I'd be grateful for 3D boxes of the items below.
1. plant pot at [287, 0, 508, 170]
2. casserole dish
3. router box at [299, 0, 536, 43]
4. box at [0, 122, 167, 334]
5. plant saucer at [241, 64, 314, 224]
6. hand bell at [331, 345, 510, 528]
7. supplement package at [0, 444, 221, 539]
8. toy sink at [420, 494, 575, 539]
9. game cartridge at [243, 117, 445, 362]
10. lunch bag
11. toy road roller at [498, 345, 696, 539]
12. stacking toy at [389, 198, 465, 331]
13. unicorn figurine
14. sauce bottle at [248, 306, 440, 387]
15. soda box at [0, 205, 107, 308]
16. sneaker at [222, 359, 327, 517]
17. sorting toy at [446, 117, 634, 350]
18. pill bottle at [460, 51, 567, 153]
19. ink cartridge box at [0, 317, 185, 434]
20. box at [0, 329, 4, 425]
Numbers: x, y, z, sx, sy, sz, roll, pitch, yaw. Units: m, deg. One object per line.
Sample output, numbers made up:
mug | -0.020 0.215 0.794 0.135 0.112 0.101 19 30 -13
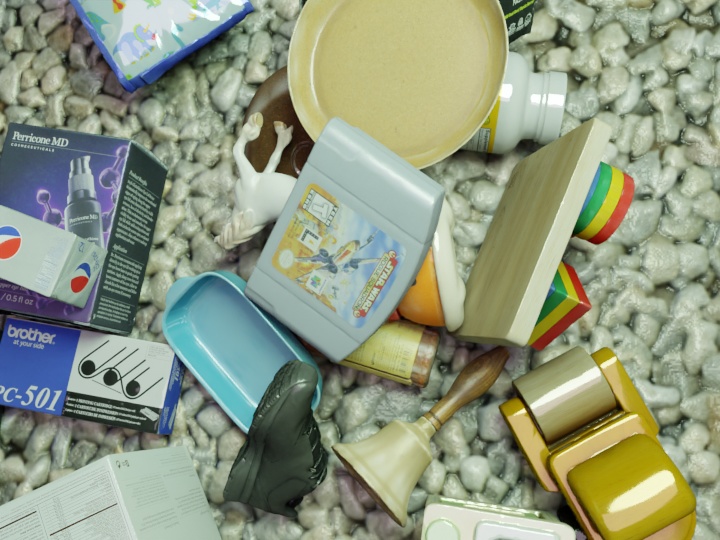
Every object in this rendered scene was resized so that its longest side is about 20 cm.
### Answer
plant pot | 0.032 -0.184 0.661 0.198 0.027 0.202 -1 88 17
casserole dish | -0.117 0.084 0.767 0.200 0.039 0.121 49 121 0
router box | 0.059 -0.275 0.766 0.199 0.063 0.150 27 45 27
box | -0.313 -0.043 0.811 0.146 0.104 0.202 8 81 9
plant saucer | -0.047 -0.115 0.776 0.199 0.037 0.202 8 111 22
hand bell | 0.077 0.146 0.751 0.200 0.104 0.104 -42 78 -13
supplement package | -0.222 0.289 0.697 0.146 0.191 0.201 -25 77 2
toy sink | 0.114 0.265 0.657 0.129 0.200 0.113 6 81 9
game cartridge | -0.014 -0.016 0.668 0.133 0.041 0.201 37 120 12
lunch bag | -0.232 -0.315 0.839 0.169 0.128 0.201 -33 68 0
toy road roller | 0.225 0.172 0.687 0.122 0.146 0.201 -28 78 1
stacking toy | 0.000 0.000 0.740 0.198 0.146 0.148 -10 79 8
unicorn figurine | -0.081 -0.079 0.736 0.199 0.074 0.139 12 91 41
sauce bottle | -0.018 0.064 0.776 0.198 0.066 0.067 17 82 8
soda box | -0.354 -0.030 0.726 0.198 0.068 0.064 20 82 10
sneaker | -0.067 0.166 0.724 0.090 0.201 0.076 24 39 1
sorting toy | 0.172 -0.016 0.708 0.069 0.199 0.201 24 83 -6
pill bottle | 0.110 -0.180 0.785 0.198 0.104 0.105 8 81 8
ink cartridge box | -0.294 0.114 0.811 0.198 0.044 0.095 9 79 9
box | -0.455 0.156 0.783 0.105 0.122 0.202 -1 80 7
